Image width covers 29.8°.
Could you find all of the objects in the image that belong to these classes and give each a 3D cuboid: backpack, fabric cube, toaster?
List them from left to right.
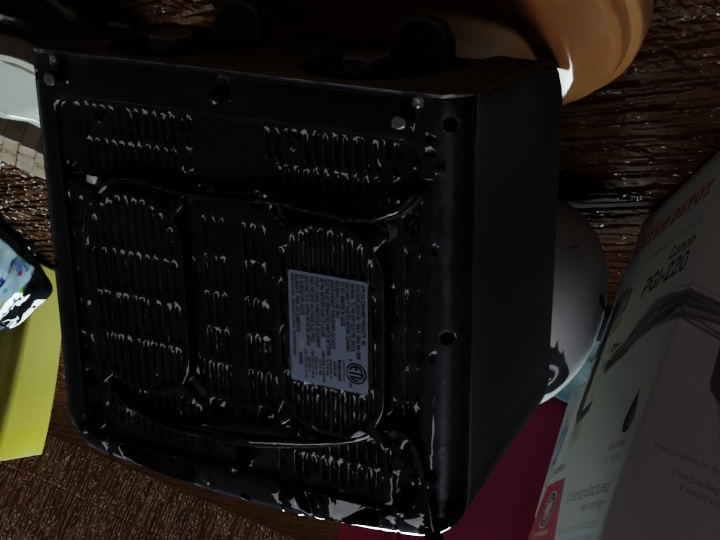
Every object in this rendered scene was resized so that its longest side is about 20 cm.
[{"bbox_3d":[-0.364,-0.032,1.070,0.163,0.154,0.200,34,158,25],"label":"backpack"},{"bbox_3d":[-0.020,0.001,0.530,0.181,0.200,0.119,10,-156,26],"label":"toaster"},{"bbox_3d":[0.110,0.187,1.112,0.196,0.200,0.199,22,162,-7],"label":"fabric cube"}]

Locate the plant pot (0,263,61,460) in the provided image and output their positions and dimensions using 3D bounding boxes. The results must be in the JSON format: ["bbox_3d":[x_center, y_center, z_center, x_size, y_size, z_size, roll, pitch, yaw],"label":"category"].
[{"bbox_3d":[-0.378,0.058,1.254,0.200,0.177,0.200,19,173,1],"label":"plant pot"}]

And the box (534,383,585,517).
[{"bbox_3d":[0.205,0.126,0.874,0.112,0.101,0.200,21,164,-4],"label":"box"}]

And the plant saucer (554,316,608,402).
[{"bbox_3d":[0.196,0.074,0.946,0.200,0.027,0.200,17,164,5],"label":"plant saucer"}]

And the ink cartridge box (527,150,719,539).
[{"bbox_3d":[0.156,0.056,0.619,0.085,0.200,0.146,25,164,0],"label":"ink cartridge box"}]

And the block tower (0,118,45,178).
[{"bbox_3d":[-0.149,-0.073,0.812,0.200,0.058,0.054,21,164,-11],"label":"block tower"}]

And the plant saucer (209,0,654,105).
[{"bbox_3d":[0.013,-0.111,0.532,0.200,0.038,0.200,18,163,6],"label":"plant saucer"}]

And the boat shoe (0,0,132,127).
[{"bbox_3d":[-0.140,-0.095,0.706,0.075,0.062,0.200,-10,160,29],"label":"boat shoe"}]

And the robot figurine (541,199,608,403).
[{"bbox_3d":[0.030,0.000,0.712,0.200,0.125,0.150,20,-160,-1],"label":"robot figurine"}]
